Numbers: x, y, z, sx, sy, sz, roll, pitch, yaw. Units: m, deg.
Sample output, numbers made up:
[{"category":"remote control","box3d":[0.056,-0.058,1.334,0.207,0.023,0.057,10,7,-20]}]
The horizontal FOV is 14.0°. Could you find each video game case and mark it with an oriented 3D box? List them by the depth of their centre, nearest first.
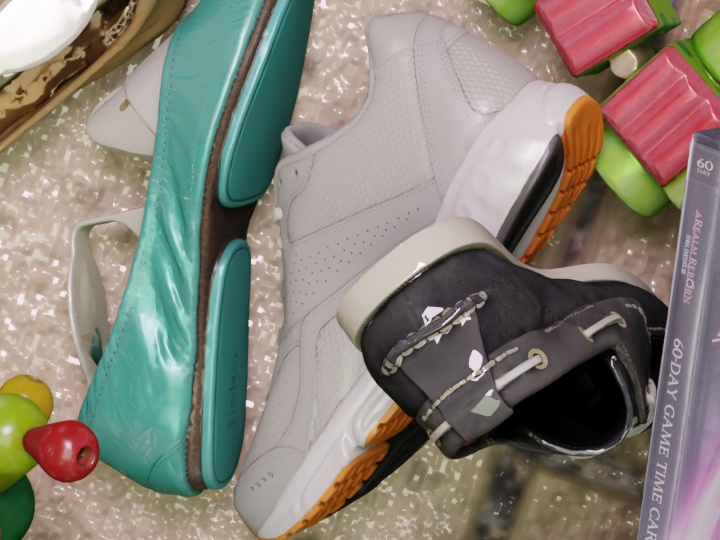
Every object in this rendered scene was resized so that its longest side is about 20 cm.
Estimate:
[{"category":"video game case","box3d":[0.150,0.046,0.967,0.143,0.019,0.201,-9,113,-39]}]

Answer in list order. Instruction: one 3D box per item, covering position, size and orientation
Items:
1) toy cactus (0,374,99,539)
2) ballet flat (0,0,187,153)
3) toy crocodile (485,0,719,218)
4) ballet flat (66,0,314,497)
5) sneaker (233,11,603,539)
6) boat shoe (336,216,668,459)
[{"category":"toy cactus","box3d":[-0.110,0.105,0.995,0.165,0.200,0.102,15,59,33]},{"category":"ballet flat","box3d":[-0.144,-0.062,0.995,0.200,0.063,0.069,-39,95,7]},{"category":"toy crocodile","box3d":[0.085,-0.081,0.975,0.067,0.062,0.200,-37,87,19]},{"category":"ballet flat","box3d":[-0.065,-0.023,1.000,0.070,0.067,0.201,12,97,13]},{"category":"sneaker","box3d":[0.000,0.000,0.991,0.092,0.076,0.200,38,114,15]},{"category":"boat shoe","box3d":[0.062,0.037,0.942,0.072,0.200,0.068,-46,66,14]}]
